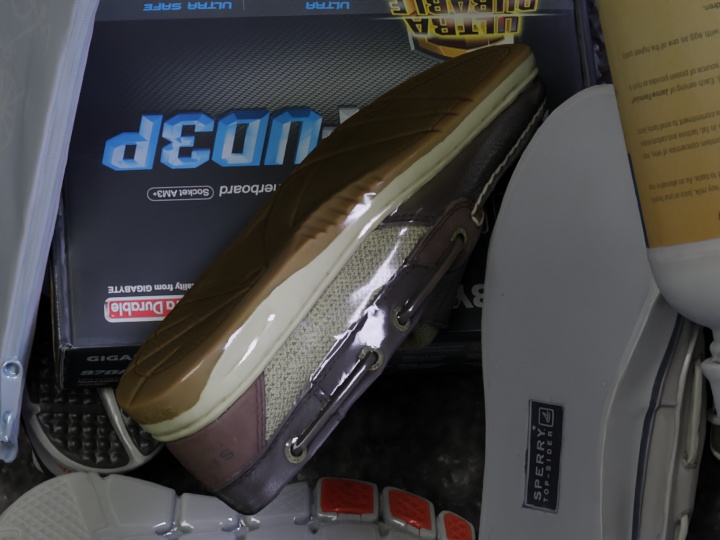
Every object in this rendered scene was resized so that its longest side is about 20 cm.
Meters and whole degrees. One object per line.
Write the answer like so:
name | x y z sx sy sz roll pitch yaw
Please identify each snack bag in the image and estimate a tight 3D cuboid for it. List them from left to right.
snack bag | -0.141 -0.058 0.973 0.200 0.021 0.190 44 126 53

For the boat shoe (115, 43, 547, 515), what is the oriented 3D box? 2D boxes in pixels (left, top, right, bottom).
boat shoe | 0.000 0.000 0.893 0.200 0.065 0.073 -45 23 -29

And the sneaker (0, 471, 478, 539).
sneaker | -0.032 0.123 0.954 0.199 0.082 0.077 11 48 2

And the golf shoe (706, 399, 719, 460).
golf shoe | 0.147 0.024 0.914 0.088 0.077 0.201 -29 66 15

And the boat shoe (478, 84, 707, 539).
boat shoe | 0.086 0.038 0.903 0.072 0.066 0.202 8 98 39

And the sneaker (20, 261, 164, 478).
sneaker | -0.105 -0.014 1.006 0.073 0.080 0.201 6 69 -13

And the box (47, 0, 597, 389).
box | -0.014 -0.043 0.963 0.198 0.046 0.160 -2 70 -9

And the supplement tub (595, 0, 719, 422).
supplement tub | 0.146 -0.064 0.804 0.144 0.145 0.201 -11 91 15
